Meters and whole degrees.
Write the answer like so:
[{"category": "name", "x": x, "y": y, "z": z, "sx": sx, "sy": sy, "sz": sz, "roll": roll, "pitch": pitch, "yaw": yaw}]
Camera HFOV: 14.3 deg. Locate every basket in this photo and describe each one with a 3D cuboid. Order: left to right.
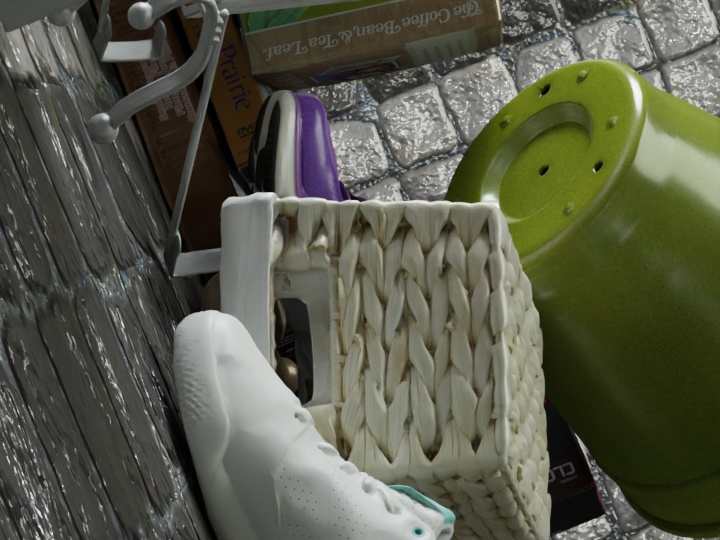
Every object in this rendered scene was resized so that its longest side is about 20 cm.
[{"category": "basket", "x": 0.015, "y": 0.054, "z": 1.273, "sx": 0.200, "sy": 0.123, "sz": 0.136, "roll": 64, "pitch": 24, "yaw": -71}]

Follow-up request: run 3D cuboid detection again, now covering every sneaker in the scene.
[{"category": "sneaker", "x": -0.010, "y": 0.098, "z": 1.116, "sx": 0.075, "sy": 0.088, "sz": 0.200, "roll": 59, "pitch": 9, "yaw": -67}, {"category": "sneaker", "x": 0.000, "y": 0.000, "z": 1.432, "sx": 0.081, "sy": 0.083, "sz": 0.200, "roll": -144, "pitch": -147, "yaw": -74}]

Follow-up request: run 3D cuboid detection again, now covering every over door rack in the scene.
[{"category": "over door rack", "x": -0.104, "y": -0.103, "z": 1.266, "sx": 0.200, "sy": 0.067, "sz": 0.148, "roll": 90, "pitch": -17, "yaw": -56}]

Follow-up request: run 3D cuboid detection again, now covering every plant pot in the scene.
[{"category": "plant pot", "x": 0.148, "y": 0.000, "z": 1.440, "sx": 0.193, "sy": 0.200, "sz": 0.200, "roll": 39, "pitch": 18, "yaw": -30}]

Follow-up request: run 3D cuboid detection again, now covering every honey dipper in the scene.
[{"category": "honey dipper", "x": -0.049, "y": 0.039, "z": 1.448, "sx": 0.200, "sy": 0.038, "sz": 0.038, "roll": 70, "pitch": -1, "yaw": -75}]

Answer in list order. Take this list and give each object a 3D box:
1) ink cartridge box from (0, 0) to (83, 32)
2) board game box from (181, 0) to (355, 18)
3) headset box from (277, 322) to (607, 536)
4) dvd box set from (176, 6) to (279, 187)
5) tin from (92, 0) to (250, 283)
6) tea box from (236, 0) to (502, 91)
[{"category": "ink cartridge box", "x": -0.093, "y": -0.216, "z": 1.047, "sx": 0.084, "sy": 0.175, "sz": 0.200, "roll": -109, "pitch": 176, "yaw": -54}, {"category": "board game box", "x": -0.048, "y": -0.224, "z": 1.348, "sx": 0.035, "sy": 0.126, "sz": 0.200, "roll": -15, "pitch": -93, "yaw": 50}, {"category": "headset box", "x": 0.036, "y": 0.083, "z": 1.571, "sx": 0.077, "sy": 0.149, "sz": 0.200, "roll": 58, "pitch": 10, "yaw": -71}, {"category": "dvd box set", "x": -0.075, "y": -0.131, "z": 1.560, "sx": 0.146, "sy": 0.029, "sz": 0.200, "roll": 55, "pitch": 14, "yaw": -76}, {"category": "tin", "x": -0.095, "y": -0.082, "z": 1.498, "sx": 0.112, "sy": 0.042, "sz": 0.200, "roll": 48, "pitch": 20, "yaw": -71}, {"category": "tea box", "x": -0.008, "y": -0.203, "z": 1.501, "sx": 0.200, "sy": 0.134, "sz": 0.197, "roll": -33, "pitch": 112, "yaw": -87}]
